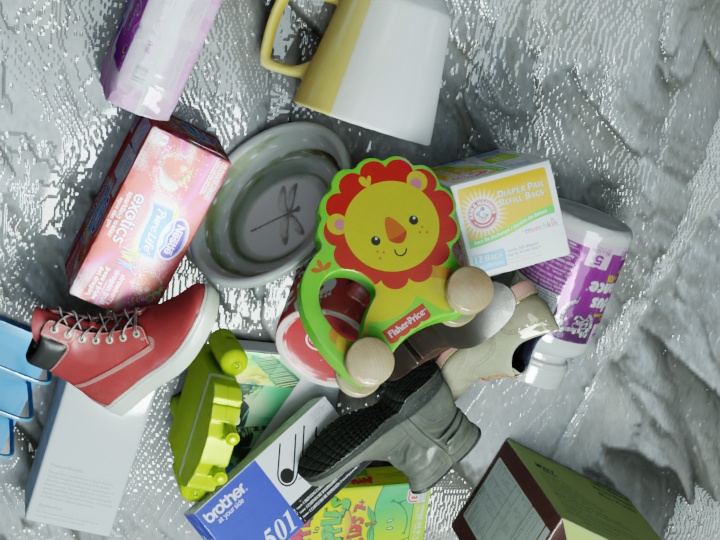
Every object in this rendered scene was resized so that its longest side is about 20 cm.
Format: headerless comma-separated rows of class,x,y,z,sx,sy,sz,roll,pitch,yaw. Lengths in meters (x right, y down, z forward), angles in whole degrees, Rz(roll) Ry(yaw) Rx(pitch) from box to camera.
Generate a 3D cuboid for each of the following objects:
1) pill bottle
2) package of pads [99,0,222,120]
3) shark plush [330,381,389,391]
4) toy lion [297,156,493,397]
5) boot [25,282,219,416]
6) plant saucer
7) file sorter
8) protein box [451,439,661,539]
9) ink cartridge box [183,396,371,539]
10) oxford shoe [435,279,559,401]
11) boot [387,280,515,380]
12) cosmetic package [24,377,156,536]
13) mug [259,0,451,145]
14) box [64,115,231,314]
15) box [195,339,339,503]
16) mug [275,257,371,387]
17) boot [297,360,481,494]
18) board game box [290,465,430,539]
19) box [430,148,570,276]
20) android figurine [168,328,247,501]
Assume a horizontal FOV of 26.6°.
pill bottle,0.225,0.028,1.729,0.112,0.112,0.201,15,106,-18
package of pads,-0.191,-0.256,1.516,0.075,0.121,0.201,20,104,-20
shark plush,0.038,0.112,1.717,0.200,0.083,0.091,39,54,-38
toy lion,0.019,-0.007,1.482,0.200,0.069,0.192,-35,84,-19
boot,-0.247,0.057,1.539,0.144,0.073,0.200,34,124,-26
plant saucer,-0.085,-0.060,1.585,0.200,0.200,0.050,-41,135,3
file sorter,-0.425,0.154,1.611,0.138,0.123,0.201,24,102,-21
protein box,0.245,0.334,1.800,0.198,0.200,0.135,27,102,-21
ink cartridge box,-0.088,0.237,1.675,0.200,0.044,0.094,-40,98,-24
oxford shoe,0.141,0.099,1.689,0.071,0.074,0.200,-16,152,-48
boot,0.112,0.030,1.641,0.186,0.200,0.064,-28,97,29
cosmetic package,-0.298,0.184,1.681,0.101,0.074,0.201,16,103,-18
mug,0.008,-0.228,1.568,0.186,0.149,0.154,14,98,-25
box,-0.225,-0.059,1.593,0.095,0.100,0.201,25,102,-21
box,-0.105,0.180,1.746,0.143,0.036,0.201,6,108,-16
mug,-0.011,0.000,1.584,0.133,0.200,0.178,12,132,10
boot,0.039,0.203,1.676,0.200,0.068,0.131,-36,119,-11
board game box,-0.022,0.286,1.768,0.199,0.048,0.102,-1,112,-23
box,0.134,-0.062,1.617,0.112,0.200,0.102,-16,100,-8
android figurine,-0.165,0.158,1.634,0.041,0.200,0.183,12,105,-21
